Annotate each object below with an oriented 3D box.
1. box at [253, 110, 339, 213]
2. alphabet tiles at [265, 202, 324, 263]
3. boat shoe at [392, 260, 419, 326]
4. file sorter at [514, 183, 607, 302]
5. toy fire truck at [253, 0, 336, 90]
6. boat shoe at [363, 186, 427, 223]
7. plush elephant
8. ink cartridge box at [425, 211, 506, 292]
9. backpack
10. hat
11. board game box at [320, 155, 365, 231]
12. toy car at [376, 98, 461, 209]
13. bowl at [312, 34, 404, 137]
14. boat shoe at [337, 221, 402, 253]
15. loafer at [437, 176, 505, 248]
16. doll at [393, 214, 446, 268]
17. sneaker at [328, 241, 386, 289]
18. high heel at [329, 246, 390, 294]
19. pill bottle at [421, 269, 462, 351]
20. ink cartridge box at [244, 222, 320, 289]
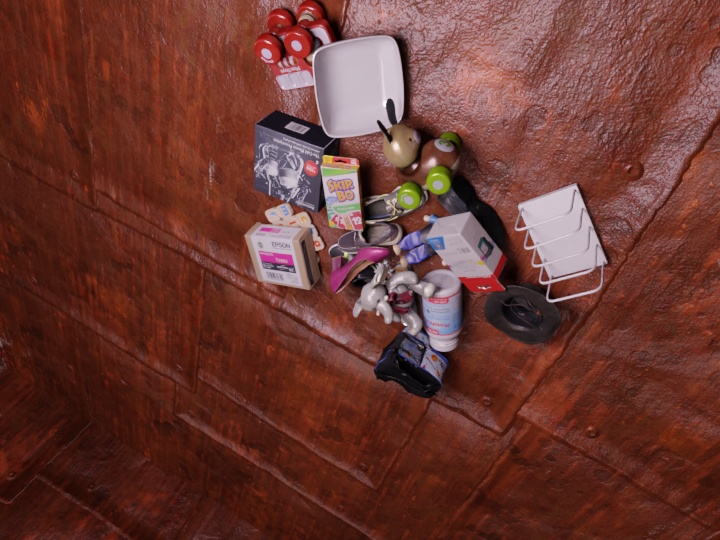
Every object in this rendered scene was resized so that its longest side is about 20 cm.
[{"bbox_3d":[-0.165,-0.277,1.383,0.195,0.105,0.186,21,130,14],"label":"box"},{"bbox_3d":[-0.198,-0.099,1.583,0.192,0.015,0.204,-13,114,37],"label":"alphabet tiles"},{"bbox_3d":[0.116,0.077,1.497,0.073,0.069,0.205,3,123,27],"label":"boat shoe"},{"bbox_3d":[0.441,-0.056,1.193,0.136,0.125,0.203,-18,112,35],"label":"file sorter"},{"bbox_3d":[-0.136,-0.495,1.231,0.194,0.115,0.169,1,147,27],"label":"toy fire truck"},{"bbox_3d":[0.076,-0.162,1.360,0.197,0.061,0.074,-9,118,33],"label":"boat shoe"},{"bbox_3d":[0.069,0.069,1.355,0.200,0.153,0.167,44,135,21],"label":"plush elephant"},{"bbox_3d":[0.260,-0.038,1.275,0.200,0.068,0.115,46,153,-26],"label":"ink cartridge box"},{"bbox_3d":[0.156,0.268,1.548,0.188,0.155,0.201,36,151,2],"label":"backpack"},{"bbox_3d":[0.403,0.085,1.333,0.195,0.082,0.204,21,143,16],"label":"hat"},{"bbox_3d":[-0.042,-0.186,1.329,0.092,0.030,0.204,9,133,16],"label":"board game box"},{"bbox_3d":[0.110,-0.273,1.173,0.155,0.167,0.201,-23,121,37],"label":"toy car"},{"bbox_3d":[-0.005,-0.408,1.189,0.193,0.075,0.205,-11,124,-3],"label":"bowl"},{"bbox_3d":[0.014,-0.092,1.420,0.195,0.074,0.064,-7,162,33],"label":"boat shoe"},{"bbox_3d":[0.264,-0.128,1.283,0.201,0.073,0.072,50,145,-4],"label":"loafer"},{"bbox_3d":[0.184,-0.071,1.372,0.197,0.048,0.139,-25,100,32],"label":"doll"},{"bbox_3d":[-0.011,-0.002,1.503,0.197,0.083,0.072,35,131,3],"label":"sneaker"},{"bbox_3d":[0.000,0.000,1.428,0.196,0.066,0.100,-16,69,40],"label":"high heel"},{"bbox_3d":[0.219,0.110,1.437,0.105,0.109,0.205,7,124,24],"label":"pill bottle"},{"bbox_3d":[-0.226,-0.043,1.581,0.194,0.075,0.169,7,127,27],"label":"ink cartridge box"}]
